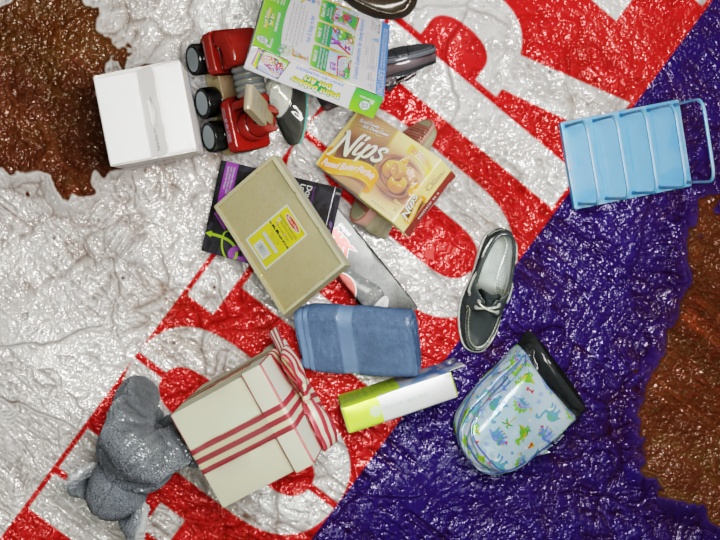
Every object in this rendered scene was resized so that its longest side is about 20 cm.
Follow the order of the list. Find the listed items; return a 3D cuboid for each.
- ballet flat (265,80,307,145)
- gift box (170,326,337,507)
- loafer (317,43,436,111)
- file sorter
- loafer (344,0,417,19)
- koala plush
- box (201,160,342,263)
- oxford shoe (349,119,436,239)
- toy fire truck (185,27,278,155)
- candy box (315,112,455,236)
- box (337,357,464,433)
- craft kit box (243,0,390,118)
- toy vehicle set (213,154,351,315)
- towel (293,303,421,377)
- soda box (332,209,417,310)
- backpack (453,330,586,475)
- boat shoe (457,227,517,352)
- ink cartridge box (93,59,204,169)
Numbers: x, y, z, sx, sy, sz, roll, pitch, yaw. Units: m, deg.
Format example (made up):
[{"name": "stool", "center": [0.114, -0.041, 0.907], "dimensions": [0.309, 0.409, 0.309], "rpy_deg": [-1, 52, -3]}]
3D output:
[{"name": "ballet flat", "center": [-0.113, -0.294, 1.518], "dimensions": [0.068, 0.068, 0.203], "rpy_deg": [8, 86, -32]}, {"name": "gift box", "center": [-0.149, 0.209, 1.498], "dimensions": [0.185, 0.200, 0.186], "rpy_deg": [-28, 100, 13]}, {"name": "loafer", "center": [0.024, -0.299, 1.538], "dimensions": [0.197, 0.072, 0.064], "rpy_deg": [-14, 114, 2]}, {"name": "file sorter", "center": [0.430, -0.182, 1.547], "dimensions": [0.197, 0.123, 0.141], "rpy_deg": [-11, 95, -4]}, {"name": "loafer", "center": [-0.006, -0.440, 1.515], "dimensions": [0.197, 0.071, 0.074], "rpy_deg": [20, 92, -6]}, {"name": "koala plush", "center": [-0.350, 0.298, 1.499], "dimensions": [0.177, 0.184, 0.201], "rpy_deg": [37, 106, 0]}, {"name": "box", "center": [-0.135, -0.076, 1.511], "dimensions": [0.197, 0.036, 0.145], "rpy_deg": [14, 93, 18]}, {"name": "oxford shoe", "center": [0.063, -0.143, 1.556], "dimensions": [0.074, 0.071, 0.201], "rpy_deg": [36, 89, -32]}, {"name": "toy fire truck", "center": [-0.168, -0.264, 1.432], "dimensions": [0.127, 0.199, 0.179], "rpy_deg": [-14, 96, -36]}, {"name": "candy box", "center": [0.035, -0.151, 1.486], "dimensions": [0.116, 0.200, 0.055], "rpy_deg": [-50, 139, 0]}, {"name": "box", "center": [0.065, 0.190, 1.540], "dimensions": [0.197, 0.122, 0.048], "rpy_deg": [-18, 92, -3]}, {"name": "craft kit box", "center": [-0.057, -0.321, 1.425], "dimensions": [0.195, 0.202, 0.049], "rpy_deg": [22, 131, -14]}, {"name": "toy vehicle set", "center": [-0.117, -0.052, 1.471], "dimensions": [0.124, 0.026, 0.201], "rpy_deg": [-37, 78, 15]}, {"name": "towel", "center": [-0.003, 0.104, 1.523], "dimensions": [0.197, 0.049, 0.113], "rpy_deg": [2, 113, 23]}, {"name": "soda box", "center": [0.000, 0.000, 1.551], "dimensions": [0.071, 0.063, 0.201], "rpy_deg": [-40, 96, -1]}, {"name": "backpack", "center": [0.238, 0.225, 1.560], "dimensions": [0.199, 0.154, 0.164], "rpy_deg": [-35, 103, 11]}, {"name": "boat shoe", "center": [0.200, 0.032, 1.572], "dimensions": [0.074, 0.060, 0.203], "rpy_deg": [8, 93, -5]}, {"name": "ink cartridge box", "center": [-0.302, -0.222, 1.440], "dimensions": [0.123, 0.200, 0.131], "rpy_deg": [-11, 95, -4]}]
